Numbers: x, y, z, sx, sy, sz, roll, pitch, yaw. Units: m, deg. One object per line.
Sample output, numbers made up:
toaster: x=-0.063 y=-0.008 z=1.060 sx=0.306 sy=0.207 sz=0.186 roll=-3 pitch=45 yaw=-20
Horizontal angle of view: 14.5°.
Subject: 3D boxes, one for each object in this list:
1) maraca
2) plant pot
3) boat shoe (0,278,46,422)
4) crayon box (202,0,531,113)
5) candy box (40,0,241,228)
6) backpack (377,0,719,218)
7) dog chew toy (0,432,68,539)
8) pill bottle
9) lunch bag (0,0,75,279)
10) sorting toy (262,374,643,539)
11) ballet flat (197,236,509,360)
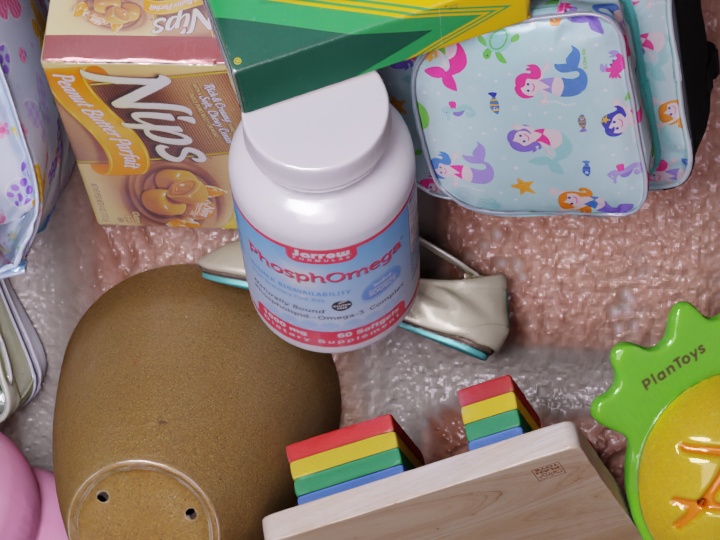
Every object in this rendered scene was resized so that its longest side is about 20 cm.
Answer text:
maraca: x=0.220 y=0.110 z=1.747 sx=0.137 sy=0.107 sz=0.200 roll=-35 pitch=115 yaw=-7
plant pot: x=-0.117 y=0.119 z=1.750 sx=0.185 sy=0.200 sz=0.187 roll=3 pitch=112 yaw=7
boat shoe: x=-0.262 y=0.005 z=1.797 sx=0.072 sy=0.062 sz=0.201 roll=-27 pitch=105 yaw=16
crayon box: x=-0.017 y=-0.208 z=1.571 sx=0.172 sy=0.058 sz=0.201 roll=-19 pitch=67 yaw=-3
candy box: x=-0.114 y=-0.094 z=1.684 sx=0.115 sy=0.056 sz=0.200 roll=1 pitch=152 yaw=6
backpack: x=0.096 y=-0.121 z=1.658 sx=0.199 sy=0.151 sz=0.178 roll=3 pitch=126 yaw=21
dog chew toy: x=-0.229 y=0.174 z=1.814 sx=0.124 sy=0.125 sz=0.200 roll=-41 pitch=132 yaw=19
pill bottle: x=-0.020 y=-0.042 z=1.640 sx=0.108 sy=0.109 sz=0.200 roll=4 pitch=152 yaw=6
lunch bag: x=-0.242 y=-0.104 z=1.696 sx=0.127 sy=0.170 sz=0.201 roll=-18 pitch=108 yaw=12
sorting toy: x=0.060 y=0.144 z=1.760 sx=0.199 sy=0.070 sz=0.199 roll=-19 pitch=151 yaw=11
ballet flat: x=0.000 y=0.000 z=1.770 sx=0.199 sy=0.070 sz=0.070 roll=16 pitch=112 yaw=-1
